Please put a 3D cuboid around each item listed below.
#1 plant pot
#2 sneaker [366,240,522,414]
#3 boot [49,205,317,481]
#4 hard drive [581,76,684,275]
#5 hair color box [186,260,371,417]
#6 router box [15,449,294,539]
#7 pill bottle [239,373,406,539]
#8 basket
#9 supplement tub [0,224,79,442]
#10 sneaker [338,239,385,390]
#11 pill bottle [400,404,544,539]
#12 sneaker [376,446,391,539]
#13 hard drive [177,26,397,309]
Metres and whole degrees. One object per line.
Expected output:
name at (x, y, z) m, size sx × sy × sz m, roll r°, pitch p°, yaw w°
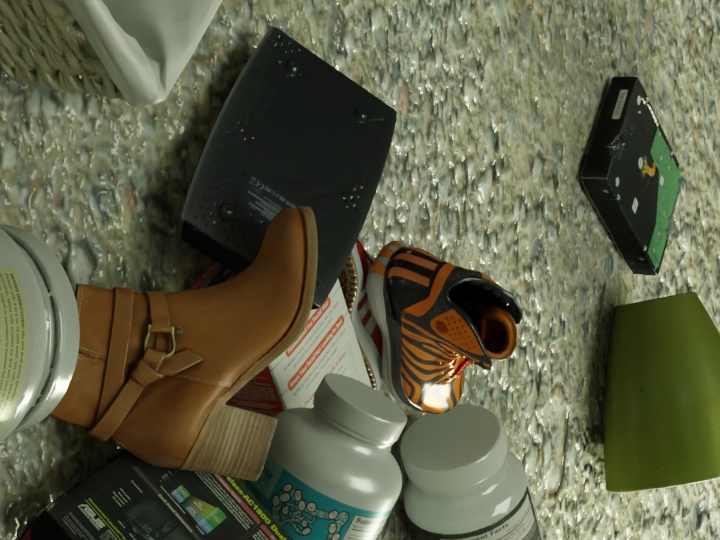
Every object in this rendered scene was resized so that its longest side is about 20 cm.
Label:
plant pot at (0.346, 0.130, 1.994) m, size 0.187 × 0.186 × 0.202 m, roll -7°, pitch 85°, yaw -59°
sneaker at (0.077, 0.064, 1.443) m, size 0.078 × 0.111 × 0.200 m, roll -57°, pitch 148°, yaw -25°
boot at (-0.117, 0.031, 1.201) m, size 0.074 × 0.154 × 0.201 m, roll 139°, pitch -33°, yaw -71°
hard drive at (0.308, -0.104, 2.007) m, size 0.200 × 0.038 × 0.141 m, roll 51°, pitch 51°, yaw -49°
hair color box at (-0.056, 0.068, 1.386) m, size 0.111 × 0.064 × 0.201 m, roll -50°, pitch 136°, yaw -42°
router box at (-0.114, 0.211, 1.196) m, size 0.200 × 0.062 × 0.150 m, roll 47°, pitch 38°, yaw 6°
pill bottle at (-0.041, 0.179, 1.313) m, size 0.111 × 0.110 × 0.201 m, roll 8°, pitch 112°, yaw -59°
basket at (-0.159, -0.219, 1.115) m, size 0.201 × 0.123 × 0.136 m, roll -65°, pitch 144°, yaw -30°
supplement tub at (-0.260, 0.037, 0.955) m, size 0.200 × 0.144 × 0.146 m, roll -2°, pitch 96°, yaw -59°
sneaker at (0.000, 0.000, 1.464) m, size 0.113 × 0.071 × 0.201 m, roll -53°, pitch 144°, yaw -37°
pill bottle at (0.104, 0.229, 1.627) m, size 0.116 × 0.116 × 0.201 m, roll -51°, pitch 135°, yaw -44°
sneaker at (-0.004, 0.200, 1.483) m, size 0.072 × 0.072 × 0.201 m, roll 53°, pitch 49°, yaw -46°
hard drive at (-0.056, -0.073, 1.324) m, size 0.134 × 0.042 × 0.201 m, roll 33°, pitch 52°, yaw -16°
